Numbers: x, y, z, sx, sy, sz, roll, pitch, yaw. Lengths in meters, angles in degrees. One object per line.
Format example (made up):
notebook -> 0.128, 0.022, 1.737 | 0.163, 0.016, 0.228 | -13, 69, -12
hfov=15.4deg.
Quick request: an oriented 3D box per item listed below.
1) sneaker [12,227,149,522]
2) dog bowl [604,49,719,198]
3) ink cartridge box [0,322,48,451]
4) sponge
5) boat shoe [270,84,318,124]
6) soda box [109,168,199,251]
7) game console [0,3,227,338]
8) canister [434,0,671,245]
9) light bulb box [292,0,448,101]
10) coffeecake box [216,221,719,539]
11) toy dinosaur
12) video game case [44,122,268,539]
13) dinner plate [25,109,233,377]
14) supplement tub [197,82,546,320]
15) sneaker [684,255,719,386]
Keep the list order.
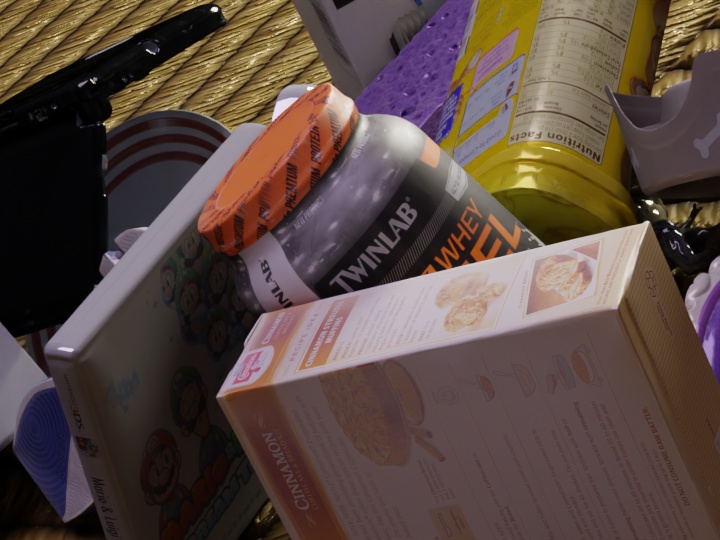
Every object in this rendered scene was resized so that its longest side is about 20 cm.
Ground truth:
sneaker -> -0.102, 0.053, 1.458 | 0.115, 0.200, 0.081 | -9, 52, -44
dog bowl -> 0.223, -0.076, 1.317 | 0.199, 0.059, 0.200 | -7, -3, 0
ink cartridge box -> -0.286, 0.114, 1.516 | 0.200, 0.083, 0.147 | -44, 9, -33
sponge -> 0.026, -0.090, 1.633 | 0.200, 0.030, 0.112 | -47, 23, 5
boat shoe -> 0.000, 0.000, 1.380 | 0.068, 0.201, 0.072 | -7, 1, 24
soda box -> -0.120, -0.013, 1.619 | 0.200, 0.064, 0.068 | -14, 69, 35
game console -> -0.165, -0.053, 1.558 | 0.176, 0.117, 0.200 | -36, 12, -36
canister -> 0.098, -0.081, 1.444 | 0.148, 0.086, 0.200 | -38, 29, 50
light bulb box -> 0.050, -0.221, 1.743 | 0.200, 0.199, 0.125 | -31, 27, -6
coffeecake box -> 0.060, 0.079, 1.201 | 0.200, 0.154, 0.073 | -13, 27, 26
toy dinosaur -> 0.164, -0.012, 1.415 | 0.088, 0.048, 0.200 | -17, 32, 24
video game case -> -0.080, 0.054, 1.358 | 0.024, 0.182, 0.200 | 7, 39, 29
dinner plate -> -0.121, 0.005, 1.558 | 0.200, 0.024, 0.201 | -12, 70, 36
supplement tub -> 0.025, 0.010, 1.290 | 0.123, 0.200, 0.123 | -45, 15, 15
sneaker -> 0.219, 0.017, 1.262 | 0.083, 0.081, 0.200 | 9, 41, 43
